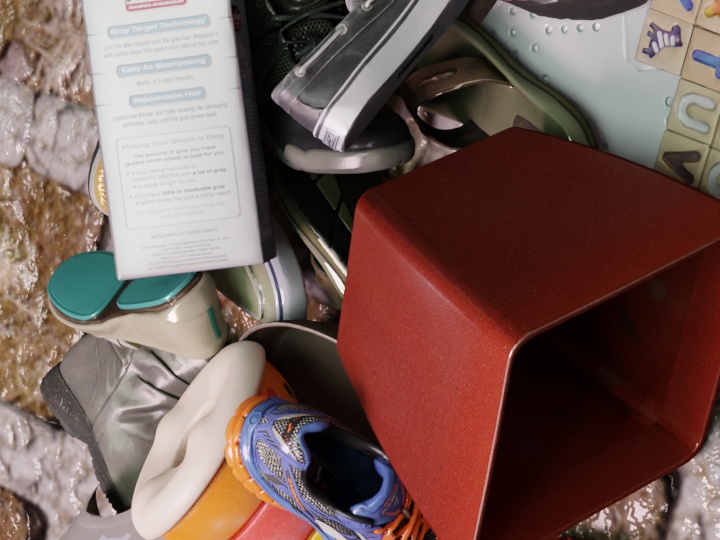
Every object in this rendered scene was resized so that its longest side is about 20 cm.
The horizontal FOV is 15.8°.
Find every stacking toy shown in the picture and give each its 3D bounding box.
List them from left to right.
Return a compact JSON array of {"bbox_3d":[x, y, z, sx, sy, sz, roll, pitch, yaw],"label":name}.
[{"bbox_3d":[-0.037,0.151,1.705,0.200,0.146,0.146,32,120,-14],"label":"stacking toy"}]

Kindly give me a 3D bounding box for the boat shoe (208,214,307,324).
[{"bbox_3d":[-0.105,-0.025,1.782,0.200,0.062,0.072,50,146,37],"label":"boat shoe"}]

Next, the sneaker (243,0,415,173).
[{"bbox_3d":[-0.029,-0.132,1.690,0.199,0.076,0.115,-139,42,-57],"label":"sneaker"}]

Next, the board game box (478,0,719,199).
[{"bbox_3d":[0.193,-0.154,1.603,0.200,0.026,0.200,48,120,21],"label":"board game box"}]

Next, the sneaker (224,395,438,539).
[{"bbox_3d":[0.006,0.148,1.620,0.078,0.200,0.076,-5,56,59],"label":"sneaker"}]

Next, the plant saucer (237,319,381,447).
[{"bbox_3d":[0.000,0.106,1.720,0.200,0.032,0.201,31,147,23],"label":"plant saucer"}]

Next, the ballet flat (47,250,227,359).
[{"bbox_3d":[-0.152,0.030,1.792,0.200,0.069,0.070,9,102,58],"label":"ballet flat"}]

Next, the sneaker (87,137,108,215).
[{"bbox_3d":[-0.142,-0.121,1.784,0.087,0.076,0.200,2,58,45],"label":"sneaker"}]

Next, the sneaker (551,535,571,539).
[{"bbox_3d":[0.082,0.231,1.716,0.200,0.073,0.077,-29,100,39],"label":"sneaker"}]

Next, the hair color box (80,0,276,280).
[{"bbox_3d":[-0.118,-0.100,1.679,0.099,0.061,0.201,-7,94,8],"label":"hair color box"}]

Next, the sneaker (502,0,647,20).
[{"bbox_3d":[0.159,-0.213,1.567,0.200,0.080,0.087,-15,67,39],"label":"sneaker"}]

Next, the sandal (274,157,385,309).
[{"bbox_3d":[0.000,0.001,1.725,0.201,0.080,0.057,59,140,14],"label":"sandal"}]

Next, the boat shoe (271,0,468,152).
[{"bbox_3d":[0.019,-0.166,1.623,0.068,0.074,0.200,36,77,7],"label":"boat shoe"}]

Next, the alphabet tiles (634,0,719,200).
[{"bbox_3d":[0.243,-0.132,1.550,0.167,0.008,0.201,25,109,30],"label":"alphabet tiles"}]

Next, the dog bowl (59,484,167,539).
[{"bbox_3d":[-0.135,0.240,1.797,0.200,0.059,0.200,38,155,21],"label":"dog bowl"}]

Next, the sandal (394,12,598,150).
[{"bbox_3d":[0.068,-0.109,1.658,0.201,0.057,0.080,36,139,35],"label":"sandal"}]

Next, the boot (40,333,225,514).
[{"bbox_3d":[-0.137,0.103,1.849,0.131,0.068,0.200,-47,71,24],"label":"boot"}]

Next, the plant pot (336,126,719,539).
[{"bbox_3d":[0.096,0.028,1.569,0.176,0.200,0.200,43,142,33],"label":"plant pot"}]
